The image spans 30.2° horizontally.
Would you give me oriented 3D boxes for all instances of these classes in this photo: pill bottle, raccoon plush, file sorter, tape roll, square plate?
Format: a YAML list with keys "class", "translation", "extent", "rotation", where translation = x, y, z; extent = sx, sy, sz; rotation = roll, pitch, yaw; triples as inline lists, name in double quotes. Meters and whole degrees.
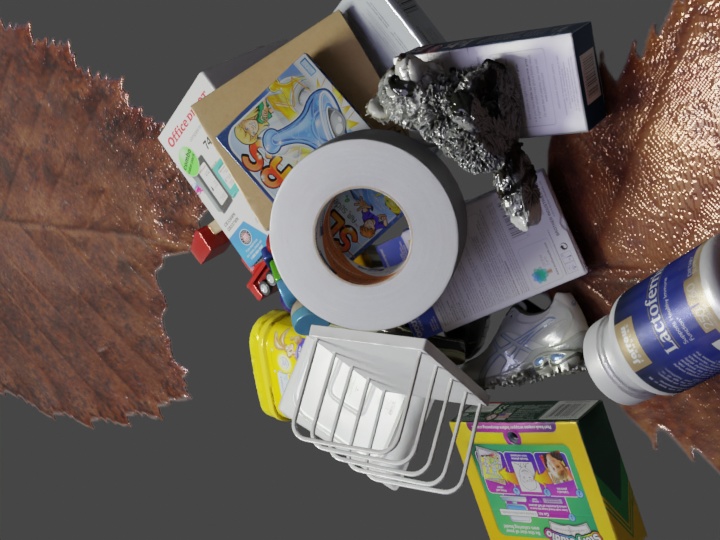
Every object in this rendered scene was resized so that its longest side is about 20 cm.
- class: "pill bottle"
  translation: [0.314, 0.053, 1.297]
  extent: [0.116, 0.115, 0.200]
  rotation: [55, 140, 5]
- class: "raccoon plush"
  translation: [0.086, -0.123, 1.316]
  extent: [0.133, 0.097, 0.202]
  rotation: [-1, 110, 40]
- class: "file sorter"
  translation: [0.033, 0.156, 1.447]
  extent: [0.138, 0.126, 0.200]
  rotation: [6, 162, 28]
- class: "tape roll"
  translation: [0.009, -0.042, 1.381]
  extent: [0.198, 0.066, 0.202]
  rotation: [4, 106, 13]
- class: "square plate"
  translation: [-0.003, 0.136, 1.621]
  extent: [0.197, 0.028, 0.201]
  rotation: [32, 113, 27]

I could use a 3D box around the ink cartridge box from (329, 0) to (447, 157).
- class: "ink cartridge box"
  translation: [0.027, -0.206, 1.495]
  extent: [0.200, 0.040, 0.200]
  rotation: [53, 137, 6]

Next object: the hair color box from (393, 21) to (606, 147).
- class: "hair color box"
  translation: [0.140, -0.185, 1.345]
  extent: [0.198, 0.060, 0.101]
  rotation: [-2, 109, 31]

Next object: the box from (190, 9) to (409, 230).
- class: "box"
  translation: [-0.064, -0.165, 1.469]
  extent: [0.199, 0.021, 0.164]
  rotation: [-31, 91, 8]

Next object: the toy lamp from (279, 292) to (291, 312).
- class: "toy lamp"
  translation: [-0.042, -0.014, 1.674]
  extent: [0.058, 0.058, 0.200]
  rotation: [51, 142, 10]

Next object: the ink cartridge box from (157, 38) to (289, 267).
- class: "ink cartridge box"
  translation: [-0.112, -0.142, 1.598]
  extent: [0.201, 0.146, 0.147]
  rotation: [54, 139, 7]

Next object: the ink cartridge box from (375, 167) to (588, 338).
- class: "ink cartridge box"
  translation: [0.128, -0.015, 1.425]
  extent: [0.199, 0.042, 0.120]
  rotation: [-24, 97, 10]

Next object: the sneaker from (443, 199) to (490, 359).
- class: "sneaker"
  translation: [0.103, 0.022, 1.516]
  extent: [0.066, 0.090, 0.202]
  rotation: [26, 129, 35]

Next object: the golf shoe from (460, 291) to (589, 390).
- class: "golf shoe"
  translation: [0.182, 0.080, 1.500]
  extent: [0.199, 0.078, 0.098]
  rotation: [-21, 77, 46]

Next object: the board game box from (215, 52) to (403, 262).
- class: "board game box"
  translation: [-0.041, -0.115, 1.442]
  extent: [0.135, 0.034, 0.200]
  rotation: [-42, 92, 8]

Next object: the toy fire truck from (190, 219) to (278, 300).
- class: "toy fire truck"
  translation: [-0.140, -0.041, 1.762]
  extent: [0.141, 0.049, 0.200]
  rotation: [51, 139, 11]

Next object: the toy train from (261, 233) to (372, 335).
- class: "toy train"
  translation: [-0.004, -0.012, 1.504]
  extent: [0.085, 0.198, 0.116]
  rotation: [61, -172, -58]

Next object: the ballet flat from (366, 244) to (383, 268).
- class: "ballet flat"
  translation: [0.000, 0.000, 1.577]
  extent: [0.198, 0.070, 0.070]
  rotation: [0, 115, 20]

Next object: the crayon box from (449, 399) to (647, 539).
- class: "crayon box"
  translation: [0.216, 0.241, 1.553]
  extent: [0.199, 0.058, 0.174]
  rotation: [-7, 108, 48]

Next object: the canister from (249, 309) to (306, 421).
- class: "canister"
  translation: [-0.040, 0.139, 1.737]
  extent: [0.199, 0.086, 0.150]
  rotation: [11, 118, 40]

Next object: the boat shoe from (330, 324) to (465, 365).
- class: "boat shoe"
  translation: [0.031, 0.066, 1.541]
  extent: [0.199, 0.072, 0.067]
  rotation: [8, 78, 28]
